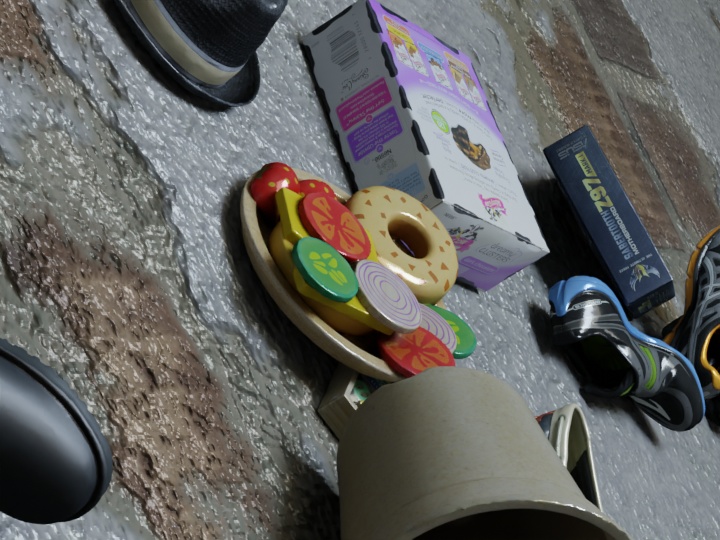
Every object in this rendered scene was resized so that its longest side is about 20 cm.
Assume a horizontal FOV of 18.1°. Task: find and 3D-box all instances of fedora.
[{"bbox_3d":[-0.106,-0.220,1.610,0.201,0.091,0.201,43,28,-30],"label":"fedora"}]

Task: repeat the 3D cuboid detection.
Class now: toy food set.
[{"bbox_3d":[0.000,0.000,1.570,0.200,0.049,0.198,27,32,-35],"label":"toy food set"}]

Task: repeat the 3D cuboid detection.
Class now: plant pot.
[{"bbox_3d":[0.063,0.162,1.394,0.200,0.200,0.184,43,17,-31],"label":"plant pot"}]

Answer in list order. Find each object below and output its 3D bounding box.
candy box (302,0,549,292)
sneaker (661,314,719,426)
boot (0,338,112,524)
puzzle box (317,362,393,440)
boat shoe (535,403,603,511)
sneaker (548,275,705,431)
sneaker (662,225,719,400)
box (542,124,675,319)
[{"bbox_3d":[0.052,-0.099,1.805,0.168,0.071,0.201,24,41,-53],"label":"candy box"},{"bbox_3d":[0.372,0.101,2.189,0.199,0.076,0.115,10,54,-56],"label":"sneaker"},{"bbox_3d":[-0.217,0.075,1.057,0.200,0.076,0.168,47,22,-9],"label":"boot"},{"bbox_3d":[0.052,0.137,1.577,0.200,0.025,0.133,52,24,-14],"label":"puzzle box"},{"bbox_3d":[0.159,0.193,1.673,0.071,0.062,0.201,34,35,-47],"label":"boat shoe"},{"bbox_3d":[0.224,0.086,1.940,0.200,0.071,0.083,41,45,-35],"label":"sneaker"},{"bbox_3d":[0.337,0.040,2.074,0.078,0.077,0.201,33,67,-26],"label":"sneaker"},{"bbox_3d":[0.226,-0.040,2.033,0.158,0.051,0.200,61,6,8],"label":"box"}]
